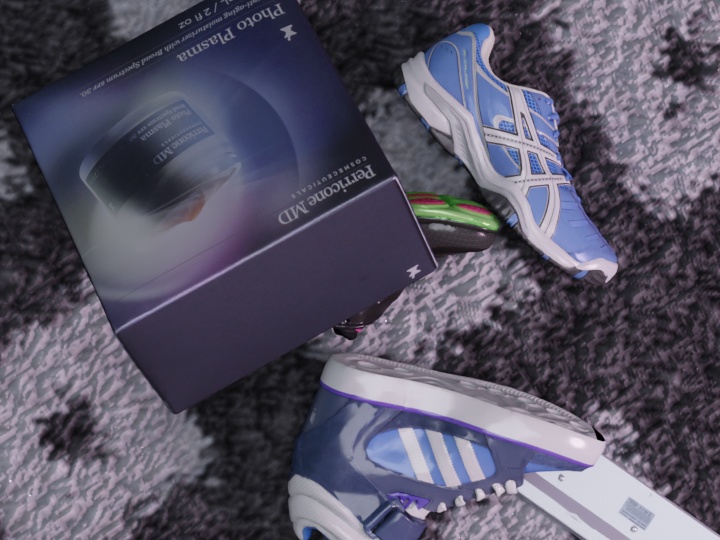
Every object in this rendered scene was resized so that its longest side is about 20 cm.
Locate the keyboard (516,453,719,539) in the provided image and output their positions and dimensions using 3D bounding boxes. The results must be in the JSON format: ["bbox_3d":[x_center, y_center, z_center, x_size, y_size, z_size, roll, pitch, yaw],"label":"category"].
[{"bbox_3d":[0.183,0.172,1.601,0.199,0.011,0.056,35,84,0],"label":"keyboard"}]

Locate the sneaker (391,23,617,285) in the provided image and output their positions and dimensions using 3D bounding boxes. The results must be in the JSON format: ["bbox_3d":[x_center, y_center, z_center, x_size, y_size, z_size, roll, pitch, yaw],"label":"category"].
[{"bbox_3d":[0.108,-0.076,1.567,0.077,0.076,0.200,-40,91,4],"label":"sneaker"}]

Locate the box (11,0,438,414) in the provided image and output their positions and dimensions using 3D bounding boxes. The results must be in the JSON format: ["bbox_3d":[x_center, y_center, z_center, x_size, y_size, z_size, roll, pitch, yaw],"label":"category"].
[{"bbox_3d":[-0.086,-0.054,1.502,0.199,0.123,0.199,-29,58,-1],"label":"box"}]

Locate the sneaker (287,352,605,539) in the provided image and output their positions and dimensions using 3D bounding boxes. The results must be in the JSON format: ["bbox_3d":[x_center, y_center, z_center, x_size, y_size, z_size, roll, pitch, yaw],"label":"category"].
[{"bbox_3d":[0.050,0.147,1.569,0.198,0.081,0.148,15,99,-2],"label":"sneaker"}]

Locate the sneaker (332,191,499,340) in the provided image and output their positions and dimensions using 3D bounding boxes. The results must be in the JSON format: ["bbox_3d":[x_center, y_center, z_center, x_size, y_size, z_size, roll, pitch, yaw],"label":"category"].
[{"bbox_3d":[0.000,0.000,1.574,0.198,0.077,0.084,-16,97,9],"label":"sneaker"}]
